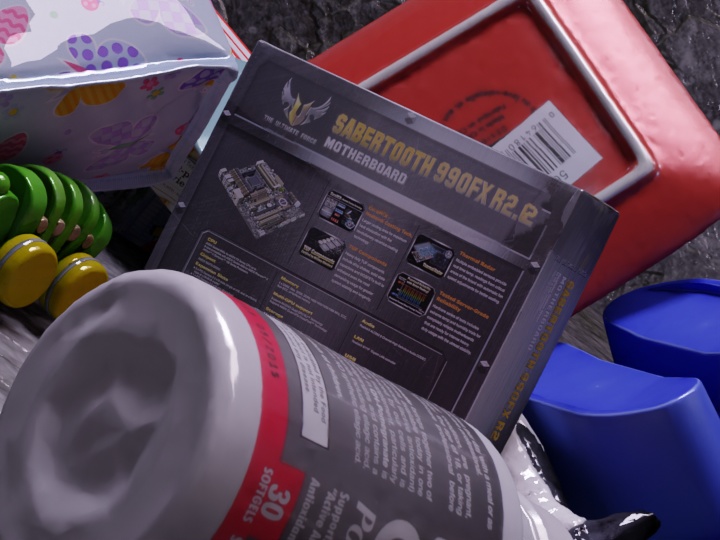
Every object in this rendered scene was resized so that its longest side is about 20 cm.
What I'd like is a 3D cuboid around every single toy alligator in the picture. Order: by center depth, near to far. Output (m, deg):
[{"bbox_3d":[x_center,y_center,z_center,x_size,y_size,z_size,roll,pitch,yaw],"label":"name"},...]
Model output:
[{"bbox_3d":[-0.157,-0.024,1.038,0.059,0.054,0.200,38,7,28],"label":"toy alligator"}]

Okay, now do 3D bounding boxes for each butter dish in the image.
[{"bbox_3d":[0.079,-0.046,1.312,0.200,0.200,0.148,58,-1,23],"label":"butter dish"}]

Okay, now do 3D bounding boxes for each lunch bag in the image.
[{"bbox_3d":[-0.183,-0.122,1.108,0.200,0.127,0.170,-9,64,-34],"label":"lunch bag"}]

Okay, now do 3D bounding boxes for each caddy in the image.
[{"bbox_3d":[0.157,0.081,1.192,0.200,0.141,0.105,15,-50,66],"label":"caddy"}]

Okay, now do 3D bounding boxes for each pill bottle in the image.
[{"bbox_3d":[-0.016,0.085,0.807,0.200,0.111,0.111,29,9,-41],"label":"pill bottle"}]

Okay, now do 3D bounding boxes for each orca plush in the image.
[{"bbox_3d":[0.075,0.092,1.161,0.071,0.105,0.200,25,-2,-40],"label":"orca plush"}]

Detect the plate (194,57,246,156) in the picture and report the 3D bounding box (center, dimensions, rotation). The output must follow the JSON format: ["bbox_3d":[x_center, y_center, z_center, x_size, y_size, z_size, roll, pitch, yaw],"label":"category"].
[{"bbox_3d":[-0.025,-0.054,1.358,0.200,0.026,0.200,40,23,-21],"label":"plate"}]

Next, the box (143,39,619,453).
[{"bbox_3d":[0.000,0.000,1.150,0.200,0.159,0.048,27,0,31],"label":"box"}]

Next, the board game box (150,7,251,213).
[{"bbox_3d":[-0.092,-0.089,1.389,0.200,0.046,0.151,50,20,6],"label":"board game box"}]

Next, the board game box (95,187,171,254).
[{"bbox_3d":[-0.166,-0.085,1.414,0.200,0.062,0.200,42,10,15],"label":"board game box"}]
